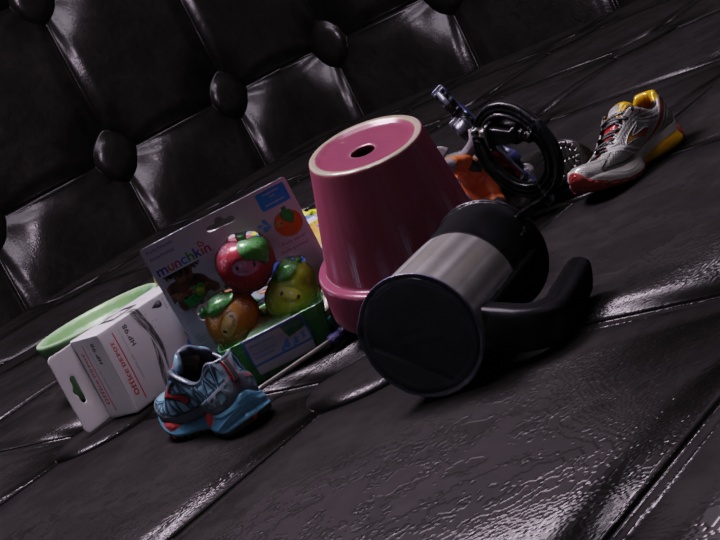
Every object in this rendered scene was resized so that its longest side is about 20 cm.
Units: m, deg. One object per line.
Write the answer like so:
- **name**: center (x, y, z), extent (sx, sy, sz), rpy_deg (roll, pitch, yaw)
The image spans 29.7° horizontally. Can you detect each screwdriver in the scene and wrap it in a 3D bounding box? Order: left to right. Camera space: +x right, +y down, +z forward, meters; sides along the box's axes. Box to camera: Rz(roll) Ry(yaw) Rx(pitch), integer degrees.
- **screwdriver**: center (-0.046, 0.088, 1.500), extent (0.200, 0.028, 0.029), rpy_deg (-35, -18, -33)

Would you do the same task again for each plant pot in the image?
- **plant pot**: center (0.035, -0.058, 1.454), extent (0.199, 0.179, 0.200), rpy_deg (-17, 26, 9)

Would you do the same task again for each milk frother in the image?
- **milk frother**: center (0.097, -0.024, 1.203), extent (0.180, 0.201, 0.188), rpy_deg (-16, 15, 31)

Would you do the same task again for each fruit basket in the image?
- **fruit basket**: center (-0.121, 0.022, 1.531), extent (0.185, 0.200, 0.094), rpy_deg (-26, 25, 2)

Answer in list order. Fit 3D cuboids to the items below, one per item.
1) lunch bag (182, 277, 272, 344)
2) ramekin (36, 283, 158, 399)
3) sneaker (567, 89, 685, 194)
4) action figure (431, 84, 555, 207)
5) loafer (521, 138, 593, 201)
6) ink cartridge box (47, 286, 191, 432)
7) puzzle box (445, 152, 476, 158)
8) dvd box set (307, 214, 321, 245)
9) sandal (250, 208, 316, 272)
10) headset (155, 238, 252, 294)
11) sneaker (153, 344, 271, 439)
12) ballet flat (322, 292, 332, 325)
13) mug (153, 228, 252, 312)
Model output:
- **lunch bag**: center (-0.125, 0.055, 1.731), extent (0.160, 0.076, 0.200), rpy_deg (-30, 10, -32)
- **ramekin**: center (-0.369, 0.108, 2.017), extent (0.199, 0.098, 0.200), rpy_deg (-26, 10, 5)
- **sneaker**: center (0.306, -0.153, 1.630), extent (0.078, 0.082, 0.200), rpy_deg (-15, 16, 49)
- **action figure**: center (0.128, -0.121, 1.640), extent (0.105, 0.200, 0.193), rpy_deg (-46, -8, 24)
- **loafer**: center (0.220, -0.112, 1.732), extent (0.071, 0.073, 0.200), rpy_deg (2, -11, -44)
- **ink cartridge box**: center (-0.292, 0.111, 1.759), extent (0.067, 0.116, 0.200), rpy_deg (-15, 16, 44)
- **puzzle box**: center (0.072, -0.107, 1.919), extent (0.200, 0.025, 0.133), rpy_deg (-19, -22, -52)
- **dvd box set**: center (0.030, -0.034, 1.631), extent (0.146, 0.029, 0.200), rpy_deg (-31, 41, -24)
- **sandal**: center (-0.062, -0.036, 1.781), extent (0.199, 0.080, 0.087), rpy_deg (-22, 42, 8)
- **headset**: center (-0.181, 0.003, 1.709), extent (0.123, 0.094, 0.200), rpy_deg (0, -13, -32)
- **sneaker**: center (-0.167, 0.119, 1.449), extent (0.079, 0.096, 0.200), rpy_deg (-33, 12, -34)
- **ballet flat**: center (0.000, 0.000, 1.669), extent (0.200, 0.075, 0.068), rpy_deg (-33, -15, -27)
- **mug**: center (-0.228, 0.001, 2.085), extent (0.153, 0.150, 0.186), rpy_deg (-23, 14, -26)
